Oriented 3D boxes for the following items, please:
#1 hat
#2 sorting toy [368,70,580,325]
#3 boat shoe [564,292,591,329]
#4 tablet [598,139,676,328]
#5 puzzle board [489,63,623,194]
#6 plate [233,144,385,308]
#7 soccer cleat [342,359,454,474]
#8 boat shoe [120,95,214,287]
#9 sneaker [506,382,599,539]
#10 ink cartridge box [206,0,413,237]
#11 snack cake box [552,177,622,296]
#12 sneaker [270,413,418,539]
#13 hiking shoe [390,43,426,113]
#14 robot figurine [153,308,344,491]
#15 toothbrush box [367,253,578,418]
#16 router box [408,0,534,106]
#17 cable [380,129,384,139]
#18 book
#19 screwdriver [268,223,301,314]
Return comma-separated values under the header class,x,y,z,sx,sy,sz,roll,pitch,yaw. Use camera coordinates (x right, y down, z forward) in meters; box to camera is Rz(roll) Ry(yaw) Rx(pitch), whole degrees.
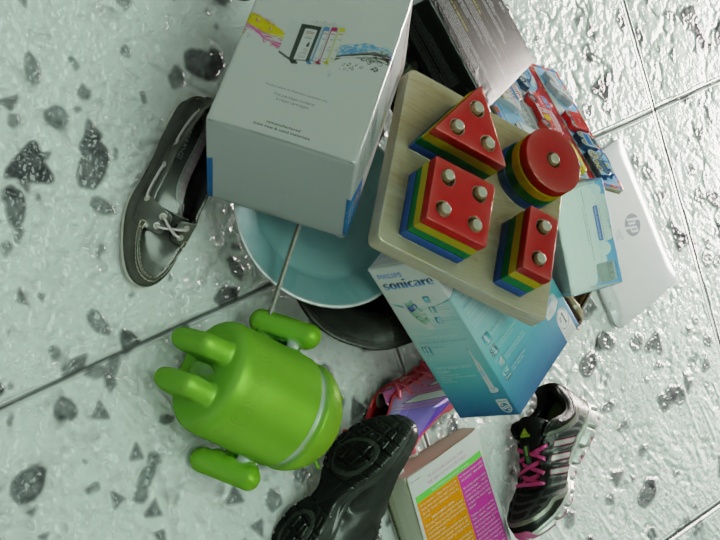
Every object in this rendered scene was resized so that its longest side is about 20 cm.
class,x,y,z,sx,sy,sz,roll,pitch,yaw
hat,0.000,0.000,1.728,0.200,0.081,0.201,8,72,-26
sorting toy,0.122,-0.080,1.605,0.200,0.070,0.199,26,57,-24
boat shoe,0.222,0.041,1.909,0.200,0.072,0.072,-47,114,-30
tablet,0.314,-0.045,2.025,0.130,0.014,0.200,-35,109,-34
puzzle board,0.204,-0.174,1.868,0.151,0.017,0.200,11,42,-37
plate,-0.039,-0.057,1.664,0.200,0.026,0.200,8,72,-25
soccer cleat,0.059,0.133,1.785,0.076,0.067,0.200,50,63,-19
boat shoe,-0.178,-0.080,1.615,0.067,0.057,0.200,28,71,-33
sneaker,0.202,0.209,1.884,0.087,0.074,0.200,45,56,-26
ink cartridge box,-0.048,-0.167,1.580,0.144,0.147,0.200,17,63,4
snack cake box,0.196,-0.035,1.809,0.067,0.200,0.115,-15,96,-22
sneaker,-0.005,0.235,1.710,0.200,0.076,0.091,-50,131,0
hiking shoe,0.011,-0.250,1.763,0.101,0.076,0.200,-15,87,-42
robot figurine,-0.101,0.124,1.625,0.200,0.116,0.176,29,76,-33
toothbrush box,0.117,0.028,1.686,0.200,0.085,0.146,58,48,-24
router box,0.097,-0.274,1.767,0.200,0.051,0.149,60,35,-11
cable,-0.065,-0.167,1.713,0.200,0.051,0.163,-28,104,-35
book,0.107,0.290,1.824,0.134,0.048,0.200,-26,104,-40
screwdriver,-0.055,-0.045,1.619,0.029,0.028,0.200,9,65,5
